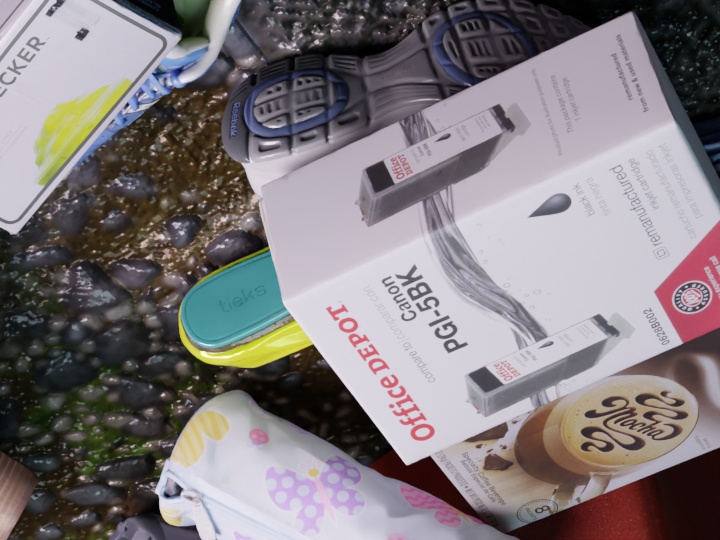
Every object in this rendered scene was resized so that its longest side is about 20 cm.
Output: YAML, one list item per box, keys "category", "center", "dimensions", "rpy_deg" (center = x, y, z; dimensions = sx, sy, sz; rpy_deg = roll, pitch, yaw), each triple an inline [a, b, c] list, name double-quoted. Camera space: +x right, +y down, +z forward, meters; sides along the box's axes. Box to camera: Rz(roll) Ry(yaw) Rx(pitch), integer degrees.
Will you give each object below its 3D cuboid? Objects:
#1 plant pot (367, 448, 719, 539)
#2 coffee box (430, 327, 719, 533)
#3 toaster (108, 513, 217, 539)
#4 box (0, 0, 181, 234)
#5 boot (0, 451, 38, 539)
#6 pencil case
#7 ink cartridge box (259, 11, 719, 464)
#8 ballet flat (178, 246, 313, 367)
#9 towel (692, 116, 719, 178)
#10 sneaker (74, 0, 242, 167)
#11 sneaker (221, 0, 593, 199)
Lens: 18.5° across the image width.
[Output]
- category: "plant pot"
  center: [0.132, 0.185, 1.268]
  dimensions: [0.199, 0.177, 0.200]
  rpy_deg: [-36, 130, 15]
- category: "coffee box"
  center: [0.132, 0.048, 1.150]
  dimensions: [0.199, 0.080, 0.113]
  rpy_deg: [-24, 138, 14]
- category: "toaster"
  center: [-0.097, 0.222, 1.277]
  dimensions: [0.129, 0.114, 0.200]
  rpy_deg: [12, 127, -30]
- category: "box"
  center: [-0.144, -0.124, 0.902]
  dimensions: [0.060, 0.201, 0.117]
  rpy_deg: [27, 118, -33]
- category: "boot"
  center: [-0.253, 0.096, 1.145]
  dimensions: [0.154, 0.074, 0.200]
  rpy_deg: [30, 154, -8]
- category: "pencil case"
  center: [-0.011, 0.139, 1.179]
  dimensions: [0.084, 0.199, 0.091]
  rpy_deg: [-66, 164, 8]
- category: "ink cartridge box"
  center: [0.073, -0.010, 1.048]
  dimensions: [0.199, 0.083, 0.147]
  rpy_deg: [-25, 135, 12]
- category: "ballet flat"
  center: [0.000, 0.000, 1.154]
  dimensions: [0.199, 0.067, 0.067]
  rpy_deg: [-23, 154, 8]
- category: "towel"
  center: [0.172, -0.024, 1.185]
  dimensions: [0.199, 0.049, 0.112]
  rpy_deg: [-15, 133, -3]
- category: "sneaker"
  center: [-0.112, -0.107, 1.010]
  dimensions: [0.075, 0.077, 0.200]
  rpy_deg: [20, 123, -32]
- category: "sneaker"
  center: [0.034, -0.075, 1.096]
  dimensions: [0.199, 0.075, 0.087]
  rpy_deg: [-12, 142, 5]
